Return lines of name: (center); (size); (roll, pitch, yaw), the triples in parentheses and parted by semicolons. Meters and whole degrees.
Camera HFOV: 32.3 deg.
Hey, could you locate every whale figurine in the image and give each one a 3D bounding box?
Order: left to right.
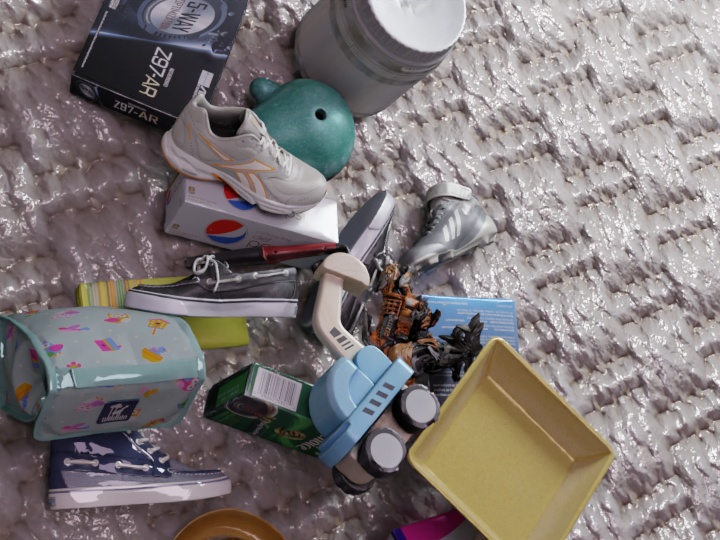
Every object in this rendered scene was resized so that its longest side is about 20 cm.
whale figurine: (-0.097, -0.162, 1.494); (0.197, 0.104, 0.162); (-13, 82, -27)

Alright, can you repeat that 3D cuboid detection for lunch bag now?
lunch bag: (-0.263, 0.101, 1.250); (0.168, 0.199, 0.124); (-1, 94, -30)

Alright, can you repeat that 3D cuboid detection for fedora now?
fedora: (-0.125, 0.353, 1.325); (0.198, 0.082, 0.204); (10, 69, -27)

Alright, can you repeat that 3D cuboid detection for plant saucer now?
plant saucer: (0.162, 0.211, 1.386); (0.200, 0.048, 0.200); (44, 57, -3)

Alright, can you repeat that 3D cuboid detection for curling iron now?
curling iron: (-0.104, -0.012, 1.442); (0.196, 0.026, 0.050); (2, 46, -2)

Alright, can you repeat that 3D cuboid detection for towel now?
towel: (-0.222, 0.052, 1.408); (0.197, 0.018, 0.088); (-4, 81, -31)

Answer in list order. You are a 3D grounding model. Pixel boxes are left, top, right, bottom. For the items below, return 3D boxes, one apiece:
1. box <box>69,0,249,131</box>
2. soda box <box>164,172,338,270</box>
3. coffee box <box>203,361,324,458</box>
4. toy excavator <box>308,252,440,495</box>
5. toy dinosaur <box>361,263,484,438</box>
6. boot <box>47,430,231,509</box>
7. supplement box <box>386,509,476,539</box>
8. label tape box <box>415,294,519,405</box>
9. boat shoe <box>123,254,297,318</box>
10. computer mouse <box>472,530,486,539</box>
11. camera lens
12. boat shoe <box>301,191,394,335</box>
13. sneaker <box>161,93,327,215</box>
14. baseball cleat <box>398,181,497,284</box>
box: (-0.233, -0.270, 1.467); (0.158, 0.044, 0.203); (22, 64, -8)
soda box: (-0.127, -0.064, 1.460); (0.197, 0.068, 0.065); (14, 53, -25)
coffee box: (-0.063, 0.167, 1.398); (0.198, 0.123, 0.045); (24, 63, -23)
toy excavator: (-0.009, 0.105, 1.330); (0.200, 0.100, 0.195); (43, 59, -2)
toy dinosaur: (0.066, 0.095, 1.458); (0.133, 0.102, 0.204); (-2, 101, -14)
boot: (-0.231, 0.201, 1.319); (0.197, 0.072, 0.092); (2, 79, -28)
supplement box: (0.124, 0.341, 1.444); (0.197, 0.104, 0.102); (-11, 55, -30)
label tape box: (0.129, 0.137, 1.552); (0.141, 0.066, 0.204); (4, 76, -28)
boat shoe: (-0.163, 0.017, 1.380); (0.196, 0.074, 0.069); (2, 90, -15)
computer mouse: (0.150, 0.257, 1.438); (0.198, 0.046, 0.141); (30, 56, 13)
camera lens: (0.020, -0.294, 1.545); (0.158, 0.199, 0.163); (9, 70, -27)
boat shoe: (0.001, 0.000, 1.508); (0.068, 0.073, 0.201); (36, 62, -22)
sneaker: (-0.119, -0.132, 1.400); (0.197, 0.092, 0.077); (18, 43, -21)
baseball cleat: (0.095, -0.052, 1.586); (0.199, 0.069, 0.107); (-20, 77, -53)
